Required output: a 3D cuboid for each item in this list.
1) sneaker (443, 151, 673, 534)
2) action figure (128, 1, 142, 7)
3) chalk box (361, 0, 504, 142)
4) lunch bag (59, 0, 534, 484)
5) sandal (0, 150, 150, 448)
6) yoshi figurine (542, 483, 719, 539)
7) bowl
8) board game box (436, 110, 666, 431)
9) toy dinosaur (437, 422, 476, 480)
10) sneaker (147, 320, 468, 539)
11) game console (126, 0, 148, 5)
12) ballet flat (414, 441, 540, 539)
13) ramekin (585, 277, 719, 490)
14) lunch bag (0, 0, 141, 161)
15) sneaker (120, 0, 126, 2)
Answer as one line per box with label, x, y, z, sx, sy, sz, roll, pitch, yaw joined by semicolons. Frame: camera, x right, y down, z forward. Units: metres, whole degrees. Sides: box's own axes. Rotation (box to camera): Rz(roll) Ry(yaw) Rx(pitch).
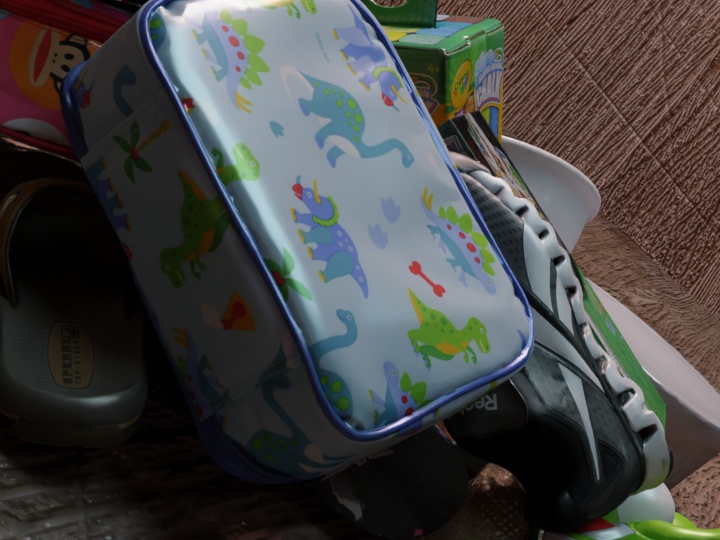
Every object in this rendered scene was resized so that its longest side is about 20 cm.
sneaker;0.067;0.037;0.714;0.090;0.066;0.200;-34;92;-38
action figure;-0.113;-0.104;0.958;0.119;0.102;0.200;51;1;33
chalk box;0.017;-0.101;0.976;0.124;0.201;0.124;6;19;21
lunch bag;-0.021;-0.020;0.635;0.161;0.082;0.201;-22;82;-49
sandal;-0.126;-0.004;0.624;0.081;0.055;0.200;2;31;-14
yoshi figurine;0.145;0.163;0.762;0.112;0.112;0.200;2;23;5
bowl;0.090;-0.036;1.246;0.200;0.091;0.201;15;-17;5
board game box;0.102;0.006;0.810;0.200;0.023;0.105;58;13;0
toy dinosaur;0.040;0.084;0.856;0.200;0.060;0.106;43;14;12
sneaker;-0.038;0.049;0.729;0.200;0.080;0.086;45;6;-7
game console;-0.126;-0.146;0.731;0.176;0.031;0.200;15;3;33
ballet flat;0.071;0.093;0.792;0.065;0.071;0.200;22;33;5
ramekin;0.194;0.092;1.192;0.202;0.094;0.202;38;14;-11
lunch bag;-0.172;-0.105;0.732;0.176;0.082;0.200;13;8;-37
sneaker;-0.130;-0.169;1.091;0.200;0.113;0.071;42;13;5
